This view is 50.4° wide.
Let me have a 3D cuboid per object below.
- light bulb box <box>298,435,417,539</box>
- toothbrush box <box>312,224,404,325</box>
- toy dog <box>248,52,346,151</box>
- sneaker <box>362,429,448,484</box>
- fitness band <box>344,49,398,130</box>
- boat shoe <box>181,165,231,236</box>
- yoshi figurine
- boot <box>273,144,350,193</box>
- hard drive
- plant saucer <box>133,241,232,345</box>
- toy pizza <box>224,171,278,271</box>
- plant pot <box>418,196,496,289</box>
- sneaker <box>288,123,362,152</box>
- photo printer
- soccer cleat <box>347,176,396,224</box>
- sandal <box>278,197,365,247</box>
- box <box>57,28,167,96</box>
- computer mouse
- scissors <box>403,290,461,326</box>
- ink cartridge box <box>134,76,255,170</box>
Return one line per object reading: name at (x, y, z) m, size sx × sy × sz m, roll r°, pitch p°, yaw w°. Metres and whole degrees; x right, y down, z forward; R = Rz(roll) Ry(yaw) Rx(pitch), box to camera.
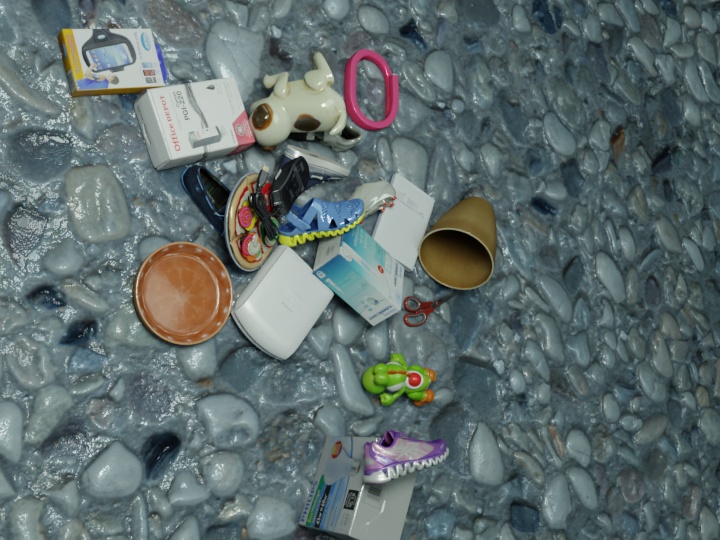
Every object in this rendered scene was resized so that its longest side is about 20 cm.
light bulb box at (-0.002, 0.451, 1.563) m, size 0.124 × 0.200 × 0.199 m, roll 30°, pitch 65°, yaw -26°
toothbrush box at (0.000, 0.000, 1.681) m, size 0.200 × 0.085 × 0.147 m, roll 44°, pitch 32°, yaw -25°
toy dog at (-0.141, -0.328, 1.606) m, size 0.199 × 0.140 × 0.195 m, roll -24°, pitch 71°, yaw -11°
sneaker at (0.085, 0.347, 1.477) m, size 0.199 × 0.080 × 0.089 m, roll -8°, pitch 78°, yaw -35°
fitness band at (0.027, -0.435, 1.845) m, size 0.143 × 0.037 × 0.201 m, roll 8°, pitch 76°, yaw -34°
boat shoe at (-0.280, -0.127, 1.545) m, size 0.200 × 0.068 × 0.084 m, roll 43°, pitch 59°, yaw -26°
yoshi figurine at (0.079, 0.251, 1.742) m, size 0.199 × 0.112 × 0.112 m, roll 23°, pitch 109°, yaw -46°
boot at (-0.110, -0.213, 1.696) m, size 0.199 × 0.073 × 0.091 m, roll 10°, pitch 112°, yaw -50°
hard drive at (0.101, -0.116, 1.848) m, size 0.132 × 0.025 × 0.201 m, roll 32°, pitch 64°, yaw -27°
plant saucer at (-0.345, 0.045, 1.492) m, size 0.199 × 0.032 × 0.202 m, roll 7°, pitch 78°, yaw -34°
toy pizza at (-0.211, -0.098, 1.546) m, size 0.200 × 0.032 × 0.202 m, roll 6°, pitch 90°, yaw -68°
plant pot at (0.261, -0.087, 1.881) m, size 0.187 × 0.186 × 0.200 m, roll 49°, pitch 44°, yaw -18°
sneaker at (-0.084, -0.324, 1.714) m, size 0.199 × 0.088 × 0.075 m, roll 8°, pitch 79°, yaw -33°
photo printer at (-0.166, 0.072, 1.593) m, size 0.166 × 0.069 × 0.200 m, roll 47°, pitch 58°, yaw -20°
soccer cleat at (-0.006, -0.152, 1.760) m, size 0.199 × 0.069 × 0.078 m, roll -28°, pitch 68°, yaw -29°
sandal at (-0.087, -0.116, 1.618) m, size 0.199 × 0.080 × 0.087 m, roll -18°, pitch 122°, yaw -3°
box at (-0.468, -0.404, 1.478) m, size 0.199 × 0.041 × 0.120 m, roll -14°, pitch 90°, yaw -35°
computer mouse at (-0.172, -0.173, 1.539) m, size 0.201 × 0.046 × 0.141 m, roll -66°, pitch 151°, yaw -30°
scissors at (0.180, 0.091, 1.878) m, size 0.199 × 0.014 × 0.074 m, roll -7°, pitch 83°, yaw -38°
ink cartridge box at (-0.331, -0.296, 1.531) m, size 0.199 × 0.085 × 0.147 m, roll -20°, pitch 93°, yaw -35°
